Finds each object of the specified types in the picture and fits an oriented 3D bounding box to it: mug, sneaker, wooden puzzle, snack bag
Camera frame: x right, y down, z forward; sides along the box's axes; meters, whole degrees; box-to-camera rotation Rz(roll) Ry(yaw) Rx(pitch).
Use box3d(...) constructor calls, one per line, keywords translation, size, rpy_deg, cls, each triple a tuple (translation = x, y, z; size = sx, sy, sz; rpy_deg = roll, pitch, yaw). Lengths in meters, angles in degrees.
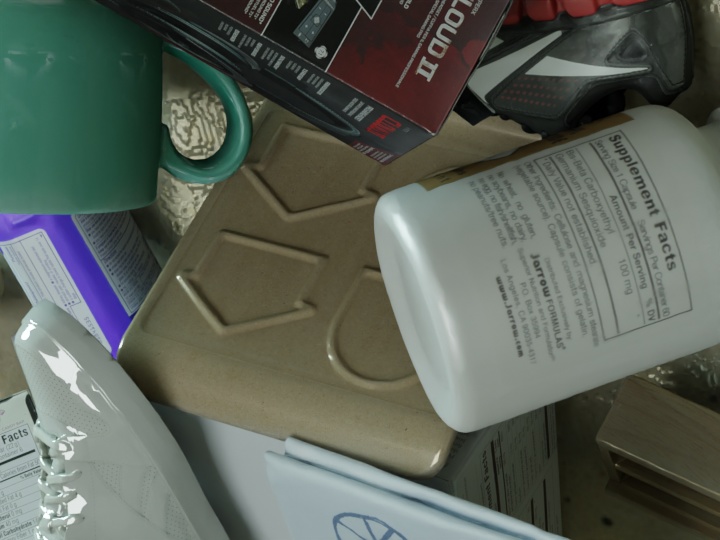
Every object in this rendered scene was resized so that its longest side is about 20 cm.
box3d(translation=(-0.162, -0.095, 1.184), size=(0.152, 0.185, 0.115), rpy_deg=(11, 102, 43), cls="mug")
box3d(translation=(-0.142, 0.122, 1.182), size=(0.074, 0.116, 0.200), rpy_deg=(20, 142, 60), cls="sneaker")
box3d(translation=(0.074, -0.100, 1.143), size=(0.200, 0.071, 0.098), rpy_deg=(-10, 105, 33), cls="sneaker")
box3d(translation=(0.000, 0.000, 1.189), size=(0.185, 0.200, 0.046), rpy_deg=(14, 154, 26), cls="wooden puzzle")
box3d(translation=(0.054, 0.173, 1.154), size=(0.188, 0.021, 0.200), rpy_deg=(16, 141, 30), cls="snack bag")

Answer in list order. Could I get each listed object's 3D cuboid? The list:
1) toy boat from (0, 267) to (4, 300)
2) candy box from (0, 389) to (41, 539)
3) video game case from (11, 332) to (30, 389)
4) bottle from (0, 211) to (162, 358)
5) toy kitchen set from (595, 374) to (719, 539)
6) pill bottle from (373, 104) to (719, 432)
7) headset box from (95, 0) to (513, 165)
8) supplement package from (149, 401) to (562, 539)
box3d(translation=(-0.306, 0.024, 1.383), size=(0.200, 0.130, 0.131), rpy_deg=(2, 69, 32), cls="toy boat")
box3d(translation=(-0.177, 0.183, 1.363), size=(0.136, 0.061, 0.200), rpy_deg=(101, 146, -70), cls="candy box")
box3d(translation=(-0.141, 0.149, 1.344), size=(0.182, 0.023, 0.200), rpy_deg=(-133, 24, -63), cls="video game case")
box3d(translation=(-0.167, -0.033, 1.302), size=(0.065, 0.084, 0.200), rpy_deg=(-22, 111, 16), cls="bottle")
box3d(translation=(0.176, 0.197, 1.177), size=(0.180, 0.200, 0.163), rpy_deg=(24, 165, 20), cls="toy kitchen set")
box3d(translation=(0.116, -0.011, 1.078), size=(0.200, 0.114, 0.114), rpy_deg=(-19, 107, -9), cls="pill bottle")
box3d(translation=(-0.029, -0.120, 1.030), size=(0.200, 0.149, 0.077), rpy_deg=(31, 84, -6), cls="headset box")
box3d(translation=(-0.009, 0.102, 1.247), size=(0.200, 0.111, 0.156), rpy_deg=(16, 135, 26), cls="supplement package")
